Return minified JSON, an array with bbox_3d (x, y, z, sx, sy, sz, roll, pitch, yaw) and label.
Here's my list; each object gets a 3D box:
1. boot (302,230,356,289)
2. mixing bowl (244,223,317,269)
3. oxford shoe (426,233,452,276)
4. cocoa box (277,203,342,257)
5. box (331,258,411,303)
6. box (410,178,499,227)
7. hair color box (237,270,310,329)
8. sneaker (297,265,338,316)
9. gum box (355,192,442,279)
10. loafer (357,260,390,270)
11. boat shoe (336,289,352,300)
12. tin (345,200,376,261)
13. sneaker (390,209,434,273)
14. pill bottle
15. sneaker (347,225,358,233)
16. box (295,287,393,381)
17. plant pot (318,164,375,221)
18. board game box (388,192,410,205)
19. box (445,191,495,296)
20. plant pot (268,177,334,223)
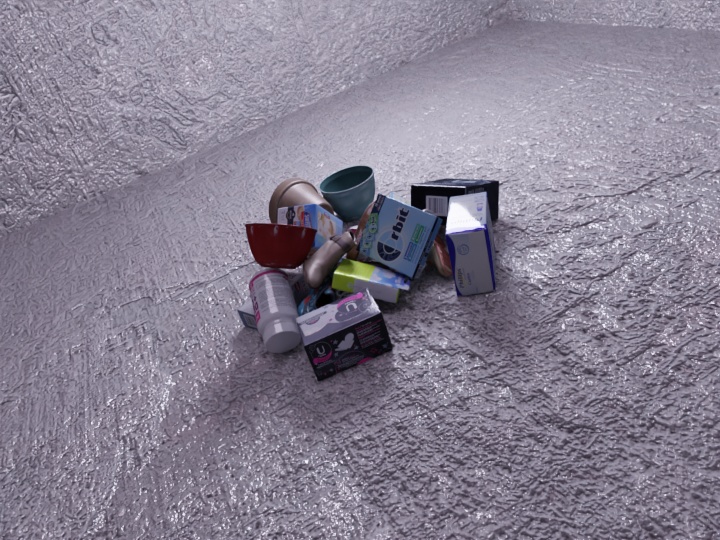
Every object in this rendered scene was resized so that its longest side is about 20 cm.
[{"bbox_3d":[-0.076,-0.039,1.614,0.145,0.071,0.201,-34,22,13],"label":"boot"},{"bbox_3d":[-0.217,-0.061,1.634,0.195,0.111,0.200,4,-3,0],"label":"mixing bowl"},{"bbox_3d":[0.208,-0.036,1.693,0.074,0.071,0.201,-40,27,17],"label":"oxford shoe"},{"bbox_3d":[-0.147,-0.104,1.825,0.129,0.200,0.136,-5,77,22],"label":"cocoa box"},{"bbox_3d":[0.033,0.028,1.607,0.196,0.049,0.122,14,21,6],"label":"box"},{"bbox_3d":[0.278,-0.203,1.796,0.194,0.120,0.198,10,17,40],"label":"box"},{"bbox_3d":[-0.245,0.084,1.739,0.098,0.061,0.200,10,42,40],"label":"hair color box"},{"bbox_3d":[-0.091,0.065,1.639,0.094,0.079,0.202,-11,44,44],"label":"sneaker"},{"bbox_3d":[0.102,-0.095,1.642,0.198,0.173,0.044,25,7,32],"label":"gum box"},{"bbox_3d":[0.000,0.000,1.723,0.196,0.074,0.071,-3,33,25],"label":"loafer"},{"bbox_3d":[-0.026,0.075,1.620,0.072,0.069,0.201,-15,30,7],"label":"boat shoe"},{"bbox_3d":[0.018,-0.103,1.769,0.041,0.203,0.111,31,19,22],"label":"tin"},{"bbox_3d":[0.134,-0.079,1.706,0.104,0.074,0.204,14,83,57],"label":"sneaker"},{"bbox_3d":[-0.221,0.104,1.586,0.111,0.114,0.202,-19,53,-2],"label":"pill bottle"},{"bbox_3d":[0.053,-0.108,1.877,0.196,0.083,0.088,8,34,28],"label":"sneaker"},{"bbox_3d":[-0.041,0.149,1.462,0.197,0.116,0.133,-22,30,-6],"label":"box"},{"bbox_3d":[-0.032,-0.257,2.102,0.196,0.136,0.202,-14,29,8],"label":"plant pot"},{"bbox_3d":[0.144,-0.155,1.855,0.132,0.035,0.201,25,29,-12],"label":"board game box"},{"bbox_3d":[0.287,-0.070,1.566,0.103,0.187,0.201,-6,32,17],"label":"box"},{"bbox_3d":[-0.181,-0.192,2.037,0.199,0.203,0.173,-36,42,-29],"label":"plant pot"}]
